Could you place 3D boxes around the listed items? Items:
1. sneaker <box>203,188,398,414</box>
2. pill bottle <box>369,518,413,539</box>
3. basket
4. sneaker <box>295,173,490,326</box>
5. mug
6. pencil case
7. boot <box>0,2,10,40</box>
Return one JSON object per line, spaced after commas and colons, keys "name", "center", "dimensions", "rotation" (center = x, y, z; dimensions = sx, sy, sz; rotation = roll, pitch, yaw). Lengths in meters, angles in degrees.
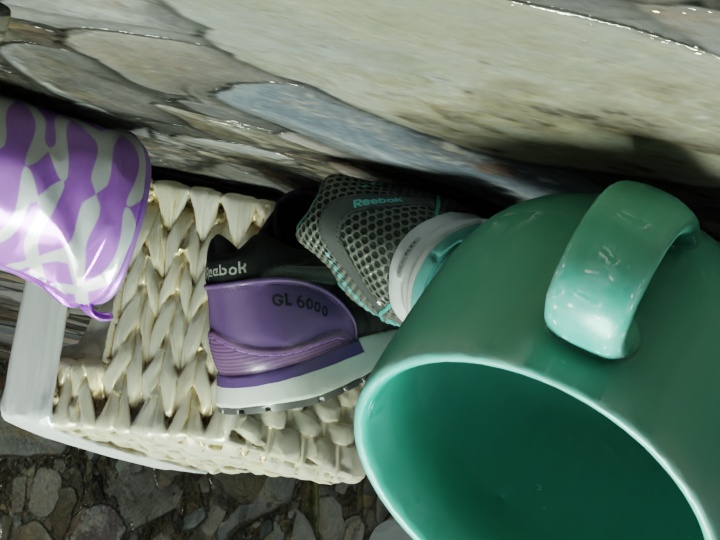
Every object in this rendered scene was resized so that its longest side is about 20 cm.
{"name": "sneaker", "center": [0.000, 0.000, 1.256], "dimensions": [0.075, 0.088, 0.200], "rotation": [-7, -171, 32]}
{"name": "pill bottle", "center": [0.107, 0.123, 1.152], "dimensions": [0.199, 0.112, 0.111], "rotation": [-17, 161, 23]}
{"name": "basket", "center": [-0.072, 0.034, 1.368], "dimensions": [0.123, 0.136, 0.200], "rotation": [8, 173, 24]}
{"name": "sneaker", "center": [0.035, -0.002, 1.192], "dimensions": [0.091, 0.078, 0.200], "rotation": [28, 177, 23]}
{"name": "mug", "center": [0.098, 0.042, 1.010], "dimensions": [0.152, 0.115, 0.185], "rotation": [45, 144, -13]}
{"name": "pencil case", "center": [-0.189, -0.043, 1.155], "dimensions": [0.199, 0.086, 0.084], "rotation": [15, 172, -21]}
{"name": "boot", "center": [-0.190, -0.027, 0.961], "dimensions": [0.073, 0.155, 0.203], "rotation": [16, 174, -26]}
